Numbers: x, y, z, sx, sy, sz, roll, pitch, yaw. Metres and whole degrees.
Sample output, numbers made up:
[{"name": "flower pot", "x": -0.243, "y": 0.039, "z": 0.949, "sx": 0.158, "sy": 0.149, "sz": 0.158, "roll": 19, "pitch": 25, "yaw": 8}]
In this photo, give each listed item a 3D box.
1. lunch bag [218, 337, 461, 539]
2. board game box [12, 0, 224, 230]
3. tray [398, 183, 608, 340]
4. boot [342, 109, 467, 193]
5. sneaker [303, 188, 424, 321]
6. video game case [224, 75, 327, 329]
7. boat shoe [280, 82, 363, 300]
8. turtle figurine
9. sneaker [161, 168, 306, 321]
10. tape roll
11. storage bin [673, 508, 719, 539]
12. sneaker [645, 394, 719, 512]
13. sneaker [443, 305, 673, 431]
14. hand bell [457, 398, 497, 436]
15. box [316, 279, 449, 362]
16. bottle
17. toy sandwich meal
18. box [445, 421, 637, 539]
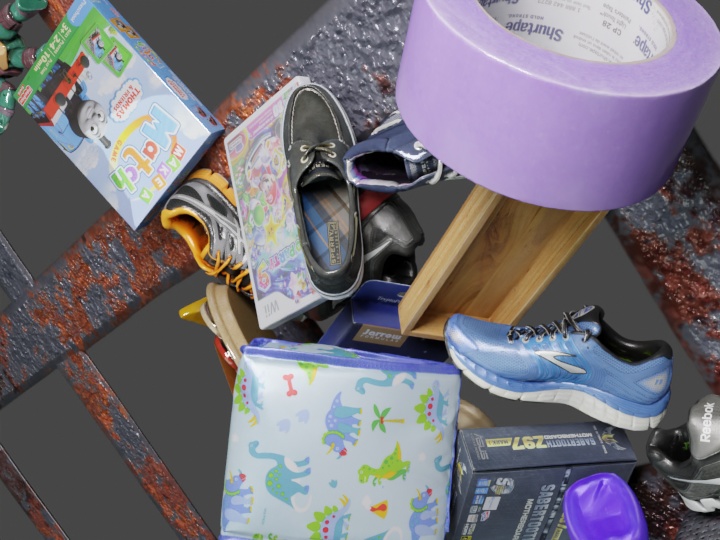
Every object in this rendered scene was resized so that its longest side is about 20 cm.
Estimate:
[{"name": "lunch bag", "x": -0.014, "y": 0.155, "z": 0.855, "sx": 0.196, "sy": 0.127, "sz": 0.174, "roll": 6, "pitch": 90, "yaw": 1}, {"name": "board game box", "x": -0.259, "y": -0.168, "z": 1.033, "sx": 0.200, "sy": 0.037, "sz": 0.151, "roll": 46, "pitch": 116, "yaw": 2}, {"name": "tray", "x": 0.114, "y": -0.010, "z": 0.816, "sx": 0.097, "sy": 0.038, "sz": 0.201, "roll": 9, "pitch": 139, "yaw": -19}, {"name": "boot", "x": 0.082, "y": -0.095, "z": 0.782, "sx": 0.198, "sy": 0.090, "sz": 0.074, "roll": -1, "pitch": 118, "yaw": 42}, {"name": "sneaker", "x": 0.000, "y": 0.000, "z": 0.937, "sx": 0.098, "sy": 0.071, "sz": 0.201, "roll": 45, "pitch": 137, "yaw": 10}, {"name": "video game case", "x": -0.073, "y": -0.061, "z": 0.929, "sx": 0.142, "sy": 0.018, "sz": 0.204, "roll": -27, "pitch": 71, "yaw": 48}, {"name": "boat shoe", "x": -0.031, "y": -0.077, "z": 0.837, "sx": 0.057, "sy": 0.067, "sz": 0.204, "roll": 80, "pitch": 180, "yaw": -72}, {"name": "turtle figurine", "x": -0.427, "y": -0.247, "z": 1.119, "sx": 0.197, "sy": 0.102, "sz": 0.151, "roll": -17, "pitch": 126, "yaw": 29}, {"name": "sneaker", "x": -0.132, "y": -0.015, "z": 1.040, "sx": 0.200, "sy": 0.077, "sz": 0.079, "roll": 44, "pitch": 136, "yaw": 6}, {"name": "tape roll", "x": 0.126, "y": -0.136, "z": 0.634, "sx": 0.198, "sy": 0.200, "sz": 0.086, "roll": 32, "pitch": 136, "yaw": 19}, {"name": "storage bin", "x": 0.355, "y": 0.252, "z": 0.781, "sx": 0.136, "sy": 0.094, "sz": 0.199, "roll": 50, "pitch": 138, "yaw": -3}, {"name": "sneaker", "x": 0.301, "y": 0.132, "z": 0.753, "sx": 0.090, "sy": 0.067, "sz": 0.199, "roll": 34, "pitch": 143, "yaw": -16}, {"name": "sneaker", "x": 0.168, "y": 0.063, "z": 0.821, "sx": 0.196, "sy": 0.079, "sz": 0.091, "roll": 13, "pitch": 116, "yaw": 6}, {"name": "hand bell", "x": 0.051, "y": 0.223, "z": 0.952, "sx": 0.103, "sy": 0.200, "sz": 0.106, "roll": 23, "pitch": 132, "yaw": 28}, {"name": "box", "x": 0.019, "y": 0.081, "z": 0.953, "sx": 0.119, "sy": 0.033, "sz": 0.201, "roll": 10, "pitch": 142, "yaw": -22}, {"name": "bottle", "x": 0.233, "y": 0.262, "z": 0.870, "sx": 0.064, "sy": 0.084, "sz": 0.201, "roll": -21, "pitch": 133, "yaw": 8}, {"name": "toy sandwich meal", "x": -0.126, "y": 0.106, "z": 1.060, "sx": 0.070, "sy": 0.205, "sz": 0.207, "roll": -32, "pitch": 98, "yaw": 4}, {"name": "box", "x": 0.153, "y": 0.226, "z": 0.910, "sx": 0.051, "sy": 0.154, "sz": 0.202, "roll": -106, "pitch": 19, "yaw": -47}]
